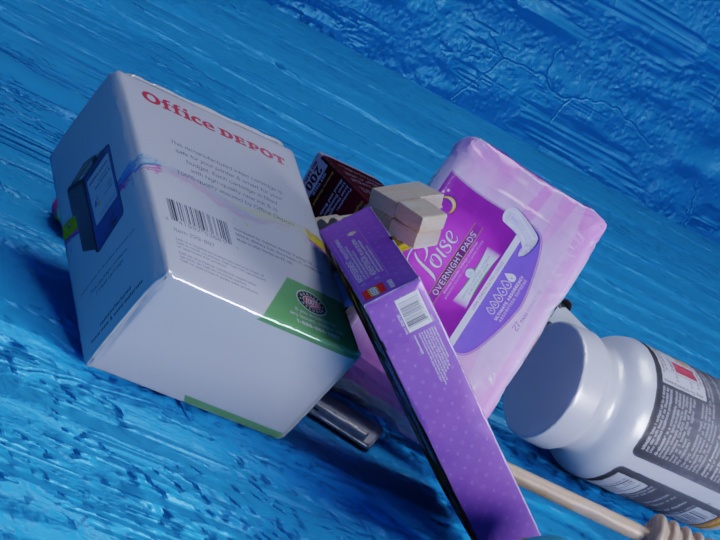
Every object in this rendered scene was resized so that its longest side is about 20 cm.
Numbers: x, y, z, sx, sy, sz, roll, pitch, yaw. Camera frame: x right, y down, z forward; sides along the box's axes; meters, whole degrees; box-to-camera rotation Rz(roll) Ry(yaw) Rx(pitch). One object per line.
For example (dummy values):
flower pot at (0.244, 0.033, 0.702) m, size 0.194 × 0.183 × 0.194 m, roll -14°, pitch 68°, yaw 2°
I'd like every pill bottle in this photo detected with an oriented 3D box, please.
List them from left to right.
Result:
pill bottle at (0.214, 0.117, 1.588) m, size 0.200 × 0.116 × 0.116 m, roll 26°, pitch 12°, yaw -29°

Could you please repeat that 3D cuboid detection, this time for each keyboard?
keyboard at (-0.074, 0.058, 1.362) m, size 0.200 × 0.011 × 0.056 m, roll 32°, pitch 6°, yaw 6°

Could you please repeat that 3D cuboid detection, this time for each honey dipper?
honey dipper at (0.153, 0.161, 1.433) m, size 0.200 × 0.038 × 0.038 m, roll 27°, pitch 11°, yaw -10°

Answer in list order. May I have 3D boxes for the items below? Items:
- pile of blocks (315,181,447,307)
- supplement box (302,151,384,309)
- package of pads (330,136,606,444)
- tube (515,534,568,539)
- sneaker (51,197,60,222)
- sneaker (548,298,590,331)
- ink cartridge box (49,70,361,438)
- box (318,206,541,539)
pile of blocks at (-0.007, -0.004, 1.359) m, size 0.062 × 0.082 × 0.200 m, roll -11°, pitch -4°, yaw -45°
supplement box at (0.000, 0.000, 1.556) m, size 0.061 × 0.109 × 0.200 m, roll 24°, pitch 12°, yaw -31°
package of pads at (0.065, 0.021, 1.405) m, size 0.120 × 0.200 × 0.076 m, roll 33°, pitch -18°, yaw 2°
tube at (0.057, 0.173, 1.102) m, size 0.077 × 0.050 × 0.200 m, roll 28°, pitch 13°, yaw 29°
sneaker at (-0.160, -0.054, 1.490) m, size 0.084 × 0.077 × 0.200 m, roll 37°, pitch 20°, yaw -3°
sneaker at (0.159, 0.056, 1.851) m, size 0.088 × 0.074 × 0.200 m, roll 23°, pitch 23°, yaw -35°
ink cartridge box at (-0.098, -0.012, 1.261) m, size 0.145 × 0.088 × 0.200 m, roll 24°, pitch 32°, yaw -33°
box at (0.043, 0.072, 1.244) m, size 0.200 × 0.039 × 0.137 m, roll 64°, pitch -2°, yaw -22°
